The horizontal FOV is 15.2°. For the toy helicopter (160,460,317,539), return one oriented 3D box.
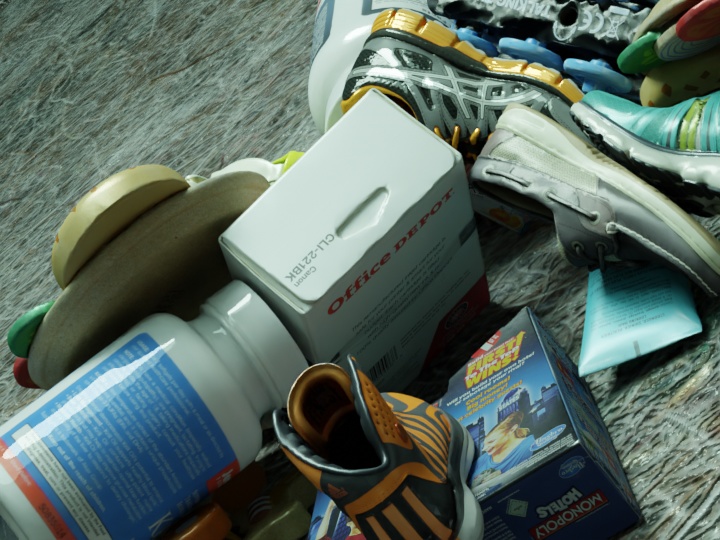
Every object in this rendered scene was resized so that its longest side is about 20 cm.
[{"bbox_3d":[-0.057,0.153,1.698,0.200,0.079,0.132,-40,10,-27],"label":"toy helicopter"}]

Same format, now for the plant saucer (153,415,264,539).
[{"bbox_3d":[-0.120,0.129,1.777,0.200,0.050,0.201,-41,-27,-27],"label":"plant saucer"}]

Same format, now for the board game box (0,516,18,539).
[{"bbox_3d":[-0.211,0.171,1.963,0.165,0.057,0.200,-41,18,1],"label":"board game box"}]

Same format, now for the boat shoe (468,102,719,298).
[{"bbox_3d":[0.143,-0.030,1.606,0.200,0.072,0.065,37,90,36],"label":"boat shoe"}]

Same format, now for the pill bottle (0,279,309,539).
[{"bbox_3d":[-0.130,0.097,1.644,0.200,0.113,0.112,-37,17,-11],"label":"pill bottle"}]

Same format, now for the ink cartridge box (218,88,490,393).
[{"bbox_3d":[0.000,0.000,1.726,0.144,0.084,0.200,-45,-24,-15],"label":"ink cartridge box"}]

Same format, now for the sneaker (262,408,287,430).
[{"bbox_3d":[-0.061,0.018,1.905,0.080,0.074,0.201,-13,73,35],"label":"sneaker"}]

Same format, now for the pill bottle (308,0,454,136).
[{"bbox_3d":[0.023,-0.138,1.894,0.119,0.120,0.200,-33,23,19],"label":"pill bottle"}]

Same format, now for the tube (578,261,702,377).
[{"bbox_3d":[0.168,-0.004,1.647,0.077,0.050,0.200,-26,25,19],"label":"tube"}]

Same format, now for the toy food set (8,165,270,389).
[{"bbox_3d":[-0.138,0.005,1.704,0.200,0.049,0.198,-19,-28,-53],"label":"toy food set"}]

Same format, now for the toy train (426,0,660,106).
[{"bbox_3d":[0.138,-0.156,1.772,0.199,0.114,0.087,17,85,35],"label":"toy train"}]

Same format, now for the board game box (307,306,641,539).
[{"bbox_3d":[0.066,0.114,1.541,0.200,0.062,0.200,-32,19,22],"label":"board game box"}]

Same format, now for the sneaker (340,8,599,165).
[{"bbox_3d":[0.076,-0.095,1.726,0.199,0.078,0.077,24,64,28],"label":"sneaker"}]

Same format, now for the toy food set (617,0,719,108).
[{"bbox_3d":[0.255,-0.140,1.626,0.199,0.049,0.198,-11,-18,12],"label":"toy food set"}]

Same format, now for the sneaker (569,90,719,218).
[{"bbox_3d":[0.214,-0.075,1.601,0.199,0.077,0.080,19,76,38],"label":"sneaker"}]

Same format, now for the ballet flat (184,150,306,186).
[{"bbox_3d":[-0.086,-0.044,1.823,0.200,0.067,0.067,-16,55,49],"label":"ballet flat"}]

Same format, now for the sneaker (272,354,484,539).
[{"bbox_3d":[0.005,0.085,1.449,0.077,0.112,0.200,-39,19,2],"label":"sneaker"}]

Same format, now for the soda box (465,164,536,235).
[{"bbox_3d":[0.125,-0.126,1.900,0.064,0.068,0.201,-53,12,55],"label":"soda box"}]
